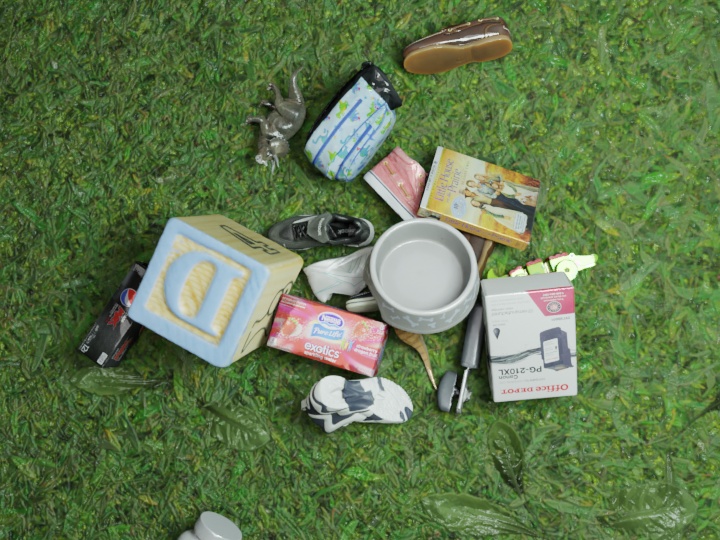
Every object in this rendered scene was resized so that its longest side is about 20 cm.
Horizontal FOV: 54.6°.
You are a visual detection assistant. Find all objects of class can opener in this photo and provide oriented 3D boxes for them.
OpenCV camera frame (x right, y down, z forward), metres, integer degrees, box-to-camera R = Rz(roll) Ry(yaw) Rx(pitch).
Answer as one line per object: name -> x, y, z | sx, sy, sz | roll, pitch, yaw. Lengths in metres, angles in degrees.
can opener -> 0.180, 0.155, 1.244 | 0.067, 0.053, 0.200 | 9, 83, 16

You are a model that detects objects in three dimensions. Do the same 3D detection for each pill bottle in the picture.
pill bottle -> -0.297, 0.538, 1.234 | 0.113, 0.113, 0.200 | 31, 90, 8

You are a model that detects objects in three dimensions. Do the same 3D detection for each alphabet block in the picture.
alphabet block -> -0.243, 0.027, 1.213 | 0.196, 0.200, 0.196 | 29, 100, 7

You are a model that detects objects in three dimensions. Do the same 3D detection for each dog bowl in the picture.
dog bowl -> 0.103, 0.002, 1.160 | 0.200, 0.059, 0.200 | -1, 66, 1

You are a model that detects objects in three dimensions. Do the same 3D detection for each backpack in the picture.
backpack -> -0.014, -0.257, 1.254 | 0.200, 0.163, 0.154 | -34, 97, 9

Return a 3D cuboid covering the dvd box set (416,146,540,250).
dvd box set -> 0.212, -0.130, 1.234 | 0.200, 0.029, 0.146 | 19, 60, 0

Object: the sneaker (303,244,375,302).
sneaker -> 0.000, 0.000, 1.275 | 0.200, 0.070, 0.080 | -18, 89, 12

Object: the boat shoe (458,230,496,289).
boat shoe -> 0.189, -0.013, 1.239 | 0.070, 0.070, 0.200 | 18, 66, 16

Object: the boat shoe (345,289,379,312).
boat shoe -> 0.062, 0.025, 1.244 | 0.200, 0.075, 0.062 | -19, 78, -15

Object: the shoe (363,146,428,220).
shoe -> 0.102, -0.132, 1.268 | 0.091, 0.071, 0.200 | -44, 79, 4

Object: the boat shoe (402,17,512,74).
boat shoe -> 0.174, -0.416, 1.284 | 0.200, 0.070, 0.070 | -10, 66, 1

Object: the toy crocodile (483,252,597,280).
toy crocodile -> 0.318, 0.003, 1.234 | 0.200, 0.068, 0.062 | -17, 84, 5

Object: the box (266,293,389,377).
box -> -0.054, 0.115, 1.252 | 0.200, 0.095, 0.100 | 16, 86, 7

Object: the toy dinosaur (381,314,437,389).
toy dinosaur -> 0.093, 0.111, 1.247 | 0.060, 0.200, 0.106 | 5, 54, 46

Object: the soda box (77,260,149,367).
soda box -> -0.438, 0.083, 1.309 | 0.063, 0.071, 0.200 | 34, 89, 9

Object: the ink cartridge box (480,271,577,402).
ink cartridge box -> 0.286, 0.114, 1.184 | 0.145, 0.084, 0.200 | -6, 109, 6

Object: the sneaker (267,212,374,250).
sneaker -> -0.077, -0.075, 1.273 | 0.200, 0.090, 0.067 | -1, 84, 6

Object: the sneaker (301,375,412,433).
sneaker -> -0.016, 0.245, 1.253 | 0.199, 0.130, 0.080 | 8, 63, -30

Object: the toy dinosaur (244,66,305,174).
toy dinosaur -> -0.150, -0.286, 1.319 | 0.102, 0.077, 0.200 | 33, 84, -4
